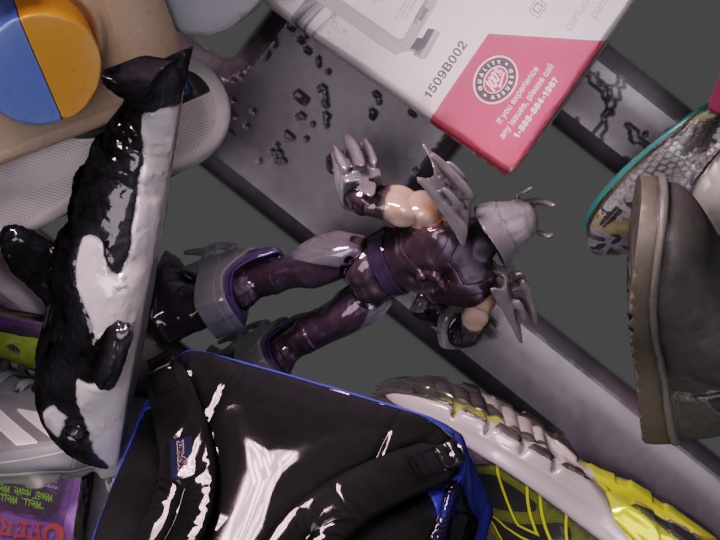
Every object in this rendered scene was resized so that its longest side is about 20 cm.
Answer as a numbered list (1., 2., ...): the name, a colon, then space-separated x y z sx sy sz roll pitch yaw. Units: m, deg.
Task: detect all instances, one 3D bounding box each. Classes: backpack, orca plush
1. backpack: -0.037 0.167 0.906 0.162 0.168 0.200 12 64 24
2. orca plush: -0.126 -0.006 0.891 0.071 0.105 0.200 11 129 -3

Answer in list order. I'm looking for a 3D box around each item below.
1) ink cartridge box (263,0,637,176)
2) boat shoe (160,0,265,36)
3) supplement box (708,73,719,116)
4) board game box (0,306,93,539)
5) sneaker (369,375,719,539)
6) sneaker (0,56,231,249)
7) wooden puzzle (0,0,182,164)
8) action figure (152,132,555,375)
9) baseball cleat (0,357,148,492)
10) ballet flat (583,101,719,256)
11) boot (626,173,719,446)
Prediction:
1. ink cartridge box: 0.031 -0.160 0.953 0.200 0.083 0.147 35 100 3
2. boat shoe: -0.028 -0.194 0.886 0.071 0.091 0.200 35 126 5
3. supplement box: 0.262 -0.066 0.867 0.200 0.110 0.086 16 100 -38
4. board game box: -0.232 0.070 1.040 0.200 0.032 0.120 11 94 6
5. sneaker: 0.082 0.124 0.981 0.200 0.074 0.085 32 99 3
6. sneaker: -0.163 -0.048 0.970 0.200 0.112 0.073 -15 92 -12
7. wooden puzzle: -0.185 -0.114 0.842 0.200 0.046 0.185 -24 124 -9
8. action figure: 0.000 0.000 0.968 0.200 0.069 0.130 -20 117 19
9. baseball cleat: -0.179 0.059 0.984 0.200 0.070 0.107 -8 89 5
10. ballet flat: 0.192 -0.064 0.944 0.200 0.072 0.072 -44 89 8
11. boot: 0.224 0.020 0.924 0.200 0.182 0.073 0 54 14
